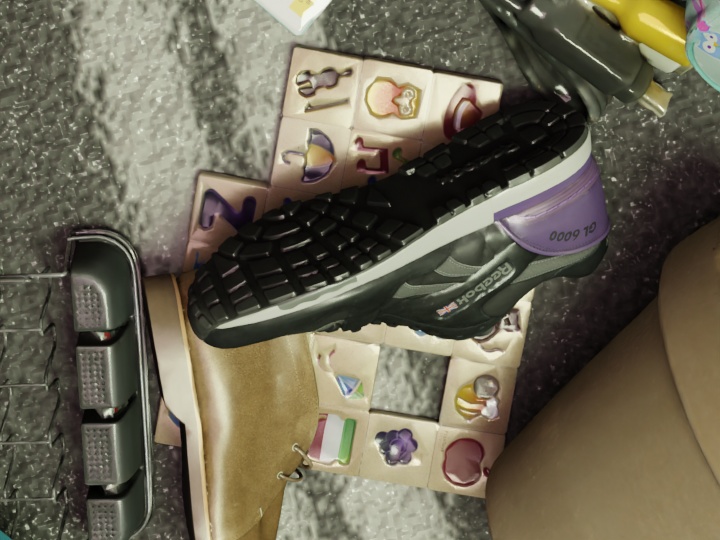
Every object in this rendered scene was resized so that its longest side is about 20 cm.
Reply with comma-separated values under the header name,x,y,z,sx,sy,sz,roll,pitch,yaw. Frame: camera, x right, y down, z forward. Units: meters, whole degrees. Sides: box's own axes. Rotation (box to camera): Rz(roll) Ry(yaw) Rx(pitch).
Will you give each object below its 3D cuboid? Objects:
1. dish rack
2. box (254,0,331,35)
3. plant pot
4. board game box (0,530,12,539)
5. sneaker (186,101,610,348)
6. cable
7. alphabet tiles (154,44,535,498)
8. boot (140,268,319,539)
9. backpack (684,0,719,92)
name,x,y,z,sx,sy,sz,roll,pitch,yaw
dish rack,-0.200,0.063,1.308,0.199,0.055,0.154,-2,104,2
box,-0.076,-0.201,1.240,0.200,0.049,0.082,40,100,-10
plant pot,0.154,0.093,1.265,0.174,0.200,0.201,-31,104,27
board game box,-0.263,0.162,1.294,0.200,0.047,0.151,-36,116,24
sneaker,0.023,0.006,1.265,0.199,0.076,0.088,-23,123,-5
cable,0.074,-0.129,1.243,0.200,0.097,0.050,38,65,-16
alphabet tiles,0.000,0.000,1.317,0.166,0.008,0.201,10,104,-3
boot,-0.049,0.095,1.306,0.075,0.074,0.201,-10,103,-8
backpack,0.238,-0.108,1.191,0.199,0.127,0.167,31,146,-12
